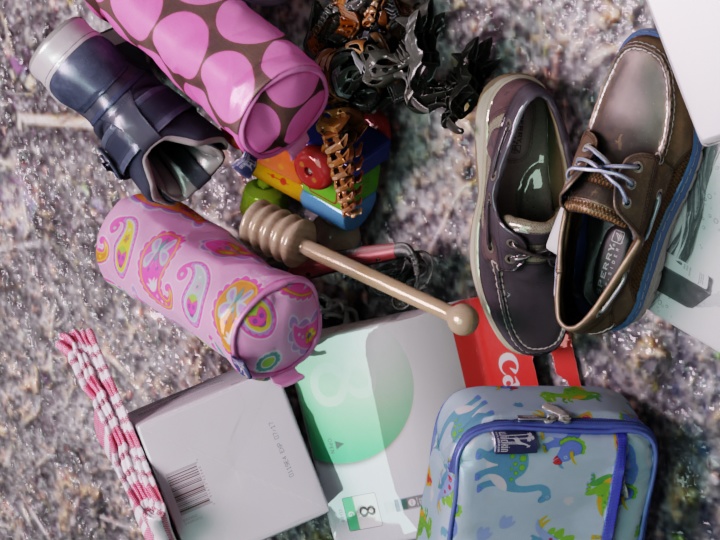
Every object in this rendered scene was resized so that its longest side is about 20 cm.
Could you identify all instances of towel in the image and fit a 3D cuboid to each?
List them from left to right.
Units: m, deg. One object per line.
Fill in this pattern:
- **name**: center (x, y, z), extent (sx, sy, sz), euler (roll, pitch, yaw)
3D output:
- **towel**: center (-0.172, 0.154, 1.547), extent (0.147, 0.030, 0.200), euler (79, 166, -48)

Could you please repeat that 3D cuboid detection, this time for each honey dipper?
- **honey dipper**: center (0.000, 0.000, 1.483), extent (0.199, 0.038, 0.038), euler (24, 117, 31)

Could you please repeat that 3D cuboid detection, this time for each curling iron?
- **curling iron**: center (-0.040, 0.007, 1.540), extent (0.199, 0.026, 0.050), euler (-3, 101, 23)

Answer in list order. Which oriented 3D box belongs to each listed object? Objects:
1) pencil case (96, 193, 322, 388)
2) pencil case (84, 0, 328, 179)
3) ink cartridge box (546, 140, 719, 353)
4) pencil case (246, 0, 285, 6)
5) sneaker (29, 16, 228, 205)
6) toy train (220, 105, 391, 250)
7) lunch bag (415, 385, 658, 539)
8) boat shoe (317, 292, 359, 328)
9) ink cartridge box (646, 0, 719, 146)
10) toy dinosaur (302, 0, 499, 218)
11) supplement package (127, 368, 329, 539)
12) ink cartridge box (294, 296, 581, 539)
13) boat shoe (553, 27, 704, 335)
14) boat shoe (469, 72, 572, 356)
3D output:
- **pencil case**: center (-0.110, 0.012, 1.505), extent (0.200, 0.087, 0.088), euler (31, 121, 44)
- **pencil case**: center (-0.112, -0.159, 1.475), extent (0.091, 0.094, 0.200), euler (-44, 63, -1)
- **ink cartridge box**: center (0.239, -0.037, 1.362), extent (0.199, 0.084, 0.145), euler (32, 120, 24)
- **pencil case**: center (-0.033, -0.275, 1.473), extent (0.083, 0.091, 0.200), euler (53, 127, 10)
- **sneaker**: center (-0.163, -0.114, 1.566), extent (0.146, 0.202, 0.077), euler (42, 96, 3)
- **toy train**: center (-0.074, -0.088, 1.573), extent (0.199, 0.085, 0.116), euler (28, 132, 26)
- **lunch bag**: center (0.124, 0.180, 1.471), extent (0.083, 0.160, 0.201), euler (-119, 35, -64)
- **boat shoe**: center (-0.036, 0.048, 1.589), extent (0.199, 0.074, 0.068), euler (25, 98, 19)
- **ink cartridge box**: center (0.274, -0.179, 1.222), extent (0.146, 0.200, 0.148), euler (-20, 92, 37)
- **toy dinosaur**: center (0.014, -0.142, 1.474), extent (0.135, 0.102, 0.201), euler (3, 100, 35)
- **supplement package**: center (-0.106, 0.143, 1.576), extent (0.200, 0.109, 0.114), euler (168, 81, -80)
- **ink cartridge box**: center (0.061, 0.106, 1.508), extent (0.199, 0.050, 0.162), euler (-12, 99, 15)
- **boat shoe**: center (0.165, -0.050, 1.312), extent (0.072, 0.072, 0.201), euler (18, 112, 31)
- **boat shoe**: center (0.116, -0.034, 1.448), extent (0.071, 0.065, 0.201), euler (-4, 101, -9)
